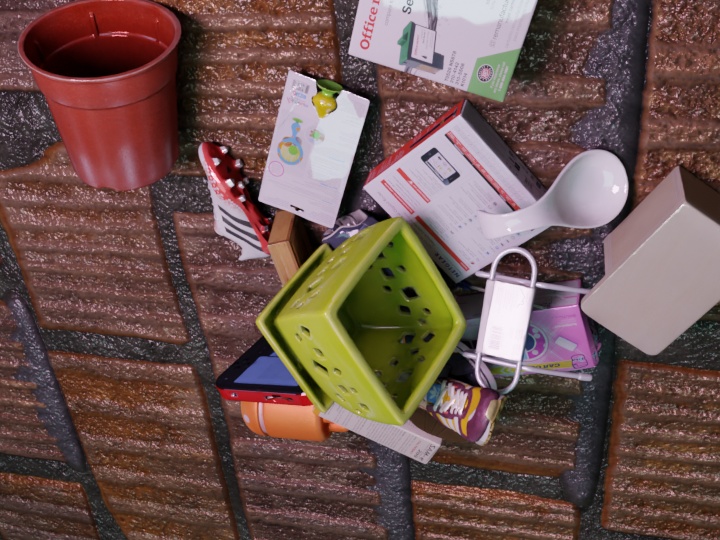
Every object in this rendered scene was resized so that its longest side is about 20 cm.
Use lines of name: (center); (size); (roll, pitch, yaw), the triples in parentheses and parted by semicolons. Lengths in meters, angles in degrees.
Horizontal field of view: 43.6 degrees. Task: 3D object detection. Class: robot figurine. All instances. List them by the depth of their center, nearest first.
robot figurine: (-0.111, 0.223, 1.494); (0.199, 0.144, 0.117); (3, 100, 15)

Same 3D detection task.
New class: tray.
tray: (-0.084, 0.016, 1.341); (0.037, 0.099, 0.200); (-12, 122, 12)

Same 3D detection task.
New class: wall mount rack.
wall mount rack: (0.232, 0.073, 1.217); (0.173, 0.075, 0.201); (11, 95, 26)

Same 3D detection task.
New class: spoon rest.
spoon rest: (0.252, -0.086, 1.144); (0.199, 0.061, 0.100); (-21, 105, -7)

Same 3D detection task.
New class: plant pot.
plant pot: (-0.326, -0.226, 1.193); (0.200, 0.201, 0.196); (11, 136, 9)
plant pot: (-0.007, 0.071, 1.201); (0.181, 0.199, 0.200); (-9, 123, 45)

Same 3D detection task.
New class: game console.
game console: (-0.105, 0.141, 1.373); (0.199, 0.177, 0.031); (0, 121, 32)

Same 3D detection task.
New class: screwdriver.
screwdriver: (0.172, 0.030, 1.290); (0.200, 0.028, 0.029); (21, 129, 23)

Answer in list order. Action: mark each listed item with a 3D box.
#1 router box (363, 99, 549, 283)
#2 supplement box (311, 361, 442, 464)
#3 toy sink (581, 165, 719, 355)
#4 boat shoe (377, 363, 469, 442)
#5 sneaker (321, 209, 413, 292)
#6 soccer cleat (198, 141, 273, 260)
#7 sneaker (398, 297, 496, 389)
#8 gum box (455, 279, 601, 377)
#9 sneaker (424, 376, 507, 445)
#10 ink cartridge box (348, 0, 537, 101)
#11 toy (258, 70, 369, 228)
router box: (0.135, -0.102, 1.220); (0.179, 0.049, 0.200); (-33, 111, 34)
supplement box: (0.040, 0.201, 1.419); (0.200, 0.126, 0.074); (25, 140, -1)
toy sink: (0.396, -0.012, 1.168); (0.130, 0.112, 0.200); (32, 123, -8)
boat shoe: (0.088, 0.188, 1.351); (0.200, 0.065, 0.072); (28, 148, 8)
sneaker: (0.001, -0.001, 1.324); (0.146, 0.077, 0.202); (36, 138, 2)
soccer cleat: (-0.191, -0.096, 1.316); (0.085, 0.069, 0.200); (-19, 123, 23)
sneaker: (0.107, 0.130, 1.322); (0.200, 0.079, 0.079); (41, 154, 30)
gum box: (0.244, 0.088, 1.315); (0.199, 0.066, 0.114); (-9, 121, 23)
sneaker: (0.132, 0.184, 1.210); (0.090, 0.075, 0.200); (27, 167, 1)
ink cartridge box: (0.098, -0.304, 1.060); (0.199, 0.084, 0.146); (17, 128, 4)
toy: (-0.062, -0.168, 1.234); (0.115, 0.047, 0.200); (21, 125, 5)
